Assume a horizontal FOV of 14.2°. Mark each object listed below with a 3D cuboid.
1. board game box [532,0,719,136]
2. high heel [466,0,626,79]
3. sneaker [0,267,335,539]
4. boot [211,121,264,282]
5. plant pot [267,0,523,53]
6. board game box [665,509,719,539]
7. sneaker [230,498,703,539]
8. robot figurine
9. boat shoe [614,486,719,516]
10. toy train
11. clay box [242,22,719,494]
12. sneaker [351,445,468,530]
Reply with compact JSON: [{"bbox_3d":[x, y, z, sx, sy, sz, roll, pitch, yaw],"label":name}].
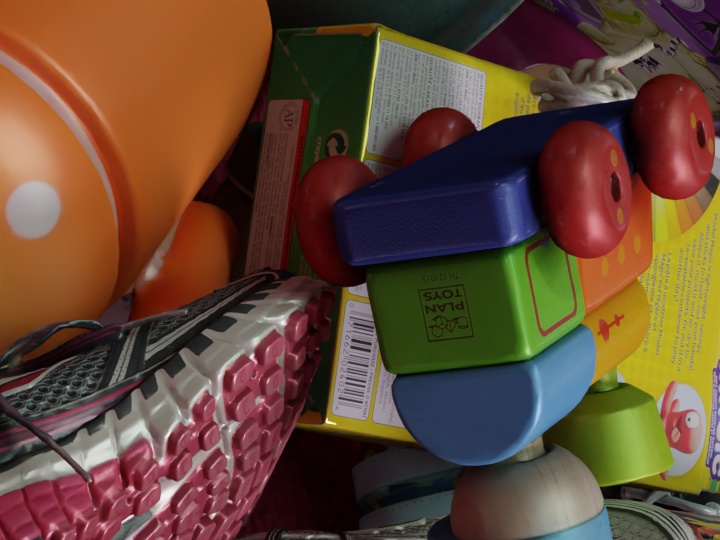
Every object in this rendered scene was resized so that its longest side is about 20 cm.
[{"bbox_3d":[0.093,-0.088,0.999,0.032,0.200,0.120,-47,114,-17],"label":"board game box"},{"bbox_3d":[0.084,-0.026,0.967,0.200,0.067,0.096,41,6,-10],"label":"high heel"},{"bbox_3d":[-0.078,0.043,0.725,0.075,0.081,0.200,34,38,21],"label":"sneaker"},{"bbox_3d":[0.000,0.000,0.958,0.074,0.076,0.200,35,13,25],"label":"boot"},{"bbox_3d":[-0.025,-0.186,0.917,0.196,0.200,0.201,39,46,-20],"label":"plant pot"},{"bbox_3d":[0.107,0.162,0.913,0.200,0.057,0.166,16,87,-64],"label":"board game box"},{"bbox_3d":[0.001,0.107,0.791,0.082,0.199,0.078,85,-11,-68],"label":"sneaker"},{"bbox_3d":[-0.097,-0.044,0.810,0.200,0.116,0.144,-56,142,-45],"label":"robot figurine"},{"bbox_3d":[0.125,0.088,1.053,0.068,0.072,0.201,-36,108,-52],"label":"boat shoe"},{"bbox_3d":[0.062,0.007,0.798,0.200,0.084,0.116,-29,110,-63],"label":"toy train"},{"bbox_3d":[0.051,0.003,0.882,0.200,0.048,0.115,14,81,-46],"label":"clay box"},{"bbox_3d":[0.016,0.108,0.906,0.200,0.079,0.131,-17,88,-61],"label":"sneaker"}]
